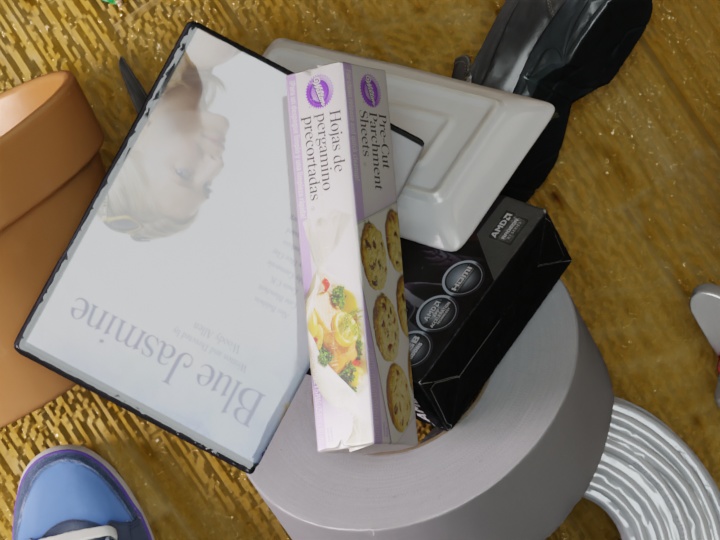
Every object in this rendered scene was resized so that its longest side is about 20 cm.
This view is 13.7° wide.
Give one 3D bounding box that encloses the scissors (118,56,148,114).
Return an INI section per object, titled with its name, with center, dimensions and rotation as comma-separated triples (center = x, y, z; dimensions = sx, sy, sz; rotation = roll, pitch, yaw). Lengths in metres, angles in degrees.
[scissors]
center = -0.095, -0.052, 1.667
dimensions = 0.073, 0.014, 0.200
rotation = -5, 45, -4

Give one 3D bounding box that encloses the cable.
[cable]
center = 0.108, 0.164, 1.679
dimensions = 0.200, 0.069, 0.200
rotation = 20, 88, 2

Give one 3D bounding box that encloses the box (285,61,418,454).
[box]
center = -0.005, -0.005, 1.542
dimensions = 0.039, 0.041, 0.200
rotation = -11, 79, 35

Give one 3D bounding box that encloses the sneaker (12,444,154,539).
[sneaker]
center = -0.150, 0.194, 1.644
dimensions = 0.080, 0.146, 0.200
rotation = -11, 87, 0

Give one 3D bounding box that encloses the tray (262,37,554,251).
[tray]
center = -0.001, -0.077, 1.648
dimensions = 0.200, 0.022, 0.107
rotation = 17, 62, 36

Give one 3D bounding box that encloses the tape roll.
[tape roll]
center = 0.034, 0.075, 1.631
dimensions = 0.200, 0.066, 0.200
rotation = -14, 48, 16

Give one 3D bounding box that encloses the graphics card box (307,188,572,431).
[graphics card box]
center = 0.000, 0.000, 1.631
dimensions = 0.200, 0.051, 0.126
rotation = 22, 64, 37

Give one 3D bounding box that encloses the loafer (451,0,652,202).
[loafer]
center = 0.081, -0.097, 1.702
dimensions = 0.072, 0.073, 0.200
rotation = 40, 93, 31

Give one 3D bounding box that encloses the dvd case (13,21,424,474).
[dvd case]
center = -0.074, -0.013, 1.573
dimensions = 0.143, 0.018, 0.200
rotation = 28, 81, 0

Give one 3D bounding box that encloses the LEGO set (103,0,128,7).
[LEGO set]
center = -0.106, -0.243, 1.679
dimensions = 0.200, 0.116, 0.154
rotation = -20, 87, 0

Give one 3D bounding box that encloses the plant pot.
[plant pot]
center = -0.209, 0.001, 1.644
dimensions = 0.200, 0.200, 0.140
rotation = -30, 104, -1

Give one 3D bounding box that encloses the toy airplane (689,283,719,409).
[toy airplane]
center = 0.281, 0.025, 1.646
dimensions = 0.200, 0.141, 0.199
rotation = 13, 105, -10
